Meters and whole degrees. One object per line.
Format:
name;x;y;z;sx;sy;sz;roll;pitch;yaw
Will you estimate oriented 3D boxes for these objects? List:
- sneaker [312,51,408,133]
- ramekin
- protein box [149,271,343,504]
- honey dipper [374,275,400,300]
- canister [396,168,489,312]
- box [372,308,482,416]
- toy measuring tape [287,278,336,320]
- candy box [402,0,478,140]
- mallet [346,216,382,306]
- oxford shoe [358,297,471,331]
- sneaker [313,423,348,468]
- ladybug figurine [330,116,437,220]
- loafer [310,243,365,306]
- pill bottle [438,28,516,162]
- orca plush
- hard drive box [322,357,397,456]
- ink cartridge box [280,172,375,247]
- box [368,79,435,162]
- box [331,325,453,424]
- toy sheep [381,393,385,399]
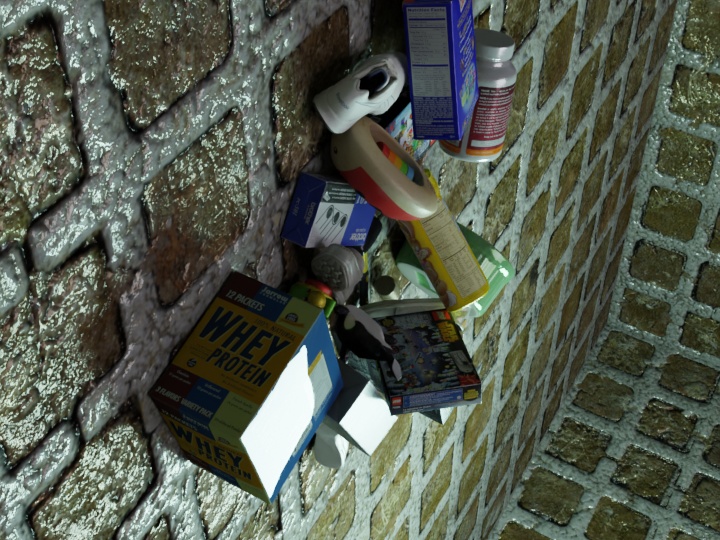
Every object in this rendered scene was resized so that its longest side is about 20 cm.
sneaker;0.021;-0.245;1.444;0.087;0.075;0.200;-29;-168;40
ramekin;0.157;-0.006;1.884;0.098;0.199;0.200;-56;157;-10
protein box;-0.136;0.151;1.392;0.199;0.134;0.201;-57;156;-26
honey dipper;0.062;0.057;1.925;0.038;0.038;0.200;-64;161;-12
canister;0.120;-0.047;1.706;0.086;0.201;0.149;-29;-170;7
box;0.091;0.133;1.631;0.200;0.136;0.040;-109;-165;-57
toy measuring tape;-0.077;0.055;1.577;0.074;0.073;0.200;-63;-179;-14
candy box;0.116;-0.309;1.548;0.169;0.076;0.201;-64;152;-57
mallet;0.000;0.000;1.725;0.066;0.041;0.201;-51;157;-38
oxford shoe;0.084;0.077;1.789;0.075;0.198;0.058;108;-20;-80
sneaker;-0.042;0.237;1.815;0.201;0.075;0.089;98;12;-45
ladybug figurine;0.029;-0.136;1.516;0.072;0.200;0.136;-38;-152;21
loafer;-0.029;-0.006;1.557;0.070;0.070;0.200;-54;176;-14
pill bottle;0.198;-0.292;1.818;0.113;0.112;0.201;-40;145;-51
orca plush;0.003;0.114;1.577;0.105;0.200;0.071;26;99;-36
hard drive box;-0.045;0.179;1.600;0.077;0.155;0.200;-53;157;-11
ink cartridge box;-0.036;-0.084;1.539;0.200;0.044;0.095;-7;118;-67
box;0.064;-0.212;1.671;0.200;0.037;0.137;-50;152;-40
box;0.057;0.159;1.778;0.051;0.199;0.158;-55;155;-22
toy sheep;0.093;0.191;2.000;0.139;0.137;0.200;-64;163;-12
